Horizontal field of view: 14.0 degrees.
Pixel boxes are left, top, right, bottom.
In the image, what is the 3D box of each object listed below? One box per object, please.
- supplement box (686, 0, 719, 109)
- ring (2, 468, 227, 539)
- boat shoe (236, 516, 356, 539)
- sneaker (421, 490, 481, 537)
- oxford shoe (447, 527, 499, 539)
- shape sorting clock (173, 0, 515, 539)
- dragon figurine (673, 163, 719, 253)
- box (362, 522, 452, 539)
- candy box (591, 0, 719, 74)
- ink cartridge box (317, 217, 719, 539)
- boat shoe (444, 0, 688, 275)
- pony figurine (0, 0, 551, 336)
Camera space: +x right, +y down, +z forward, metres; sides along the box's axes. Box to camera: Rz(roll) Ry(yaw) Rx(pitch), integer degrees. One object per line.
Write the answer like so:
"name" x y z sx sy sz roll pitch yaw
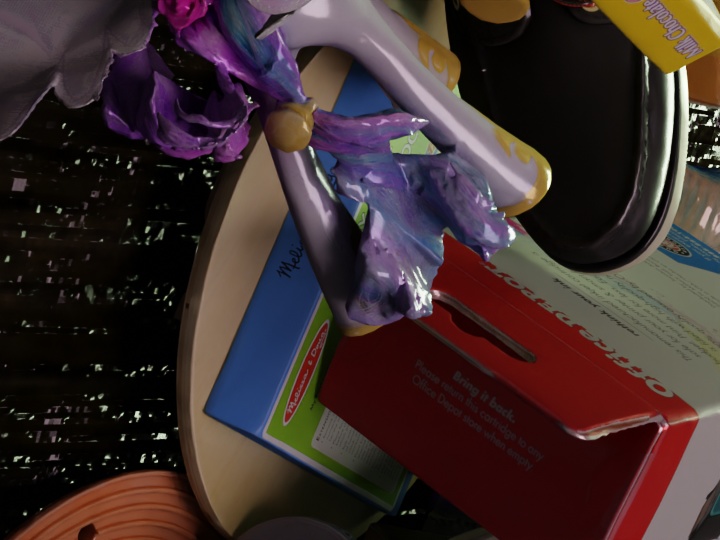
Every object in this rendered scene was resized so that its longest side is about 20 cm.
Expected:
"supplement box" 0.120 -0.163 1.035 0.067 0.069 0.200 -37 134 -44
"ring" -0.098 0.156 0.937 0.200 0.019 0.201 -33 133 -44
"boat shoe" -0.047 0.176 0.940 0.200 0.074 0.065 -56 153 -7
"sneaker" 0.091 0.075 1.140 0.200 0.069 0.100 16 81 -55
"oxford shoe" 0.052 0.121 0.942 0.200 0.058 0.075 -22 135 -43
"shape sorting clock" 0.000 0.000 0.973 0.200 0.039 0.200 -43 144 -44
"dragon figurine" 0.116 -0.023 1.118 0.200 0.099 0.059 37 75 -77
"box" 0.013 0.190 1.048 0.121 0.032 0.200 14 109 -38
"candy box" 0.039 -0.155 0.818 0.026 0.200 0.102 -32 151 16
"ink cartridge box" 0.071 0.039 0.936 0.200 0.116 0.067 -5 124 -53
"boat shoe" 0.054 -0.098 0.909 0.063 0.074 0.202 10 71 -71
"pony figurine" -0.023 -0.081 0.794 0.200 0.166 0.193 56 32 -33
